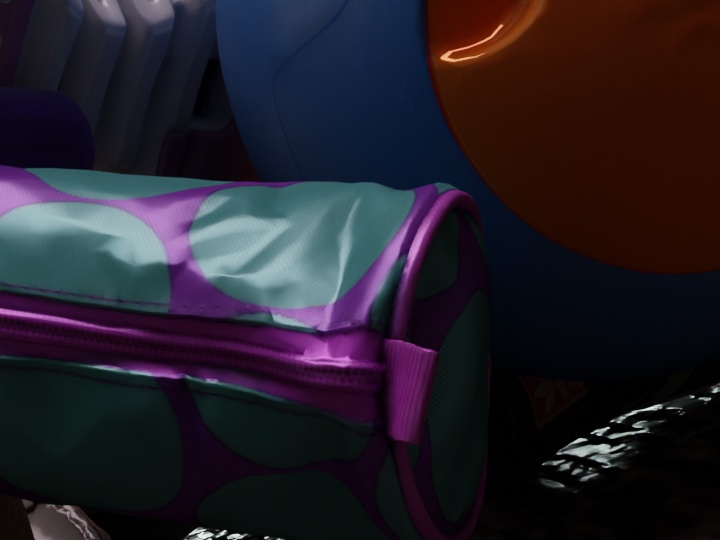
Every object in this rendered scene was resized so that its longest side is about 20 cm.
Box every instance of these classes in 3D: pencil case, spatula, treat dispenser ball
[{"bbox_3d":[-0.069,0.015,0.618,0.199,0.086,0.092,5,-2,15],"label":"pencil case"},{"bbox_3d":[-0.115,0.046,0.717,0.021,0.201,0.056,34,20,28],"label":"spatula"},{"bbox_3d":[0.062,-0.071,0.721,0.200,0.202,0.201,-19,5,2],"label":"treat dispenser ball"}]

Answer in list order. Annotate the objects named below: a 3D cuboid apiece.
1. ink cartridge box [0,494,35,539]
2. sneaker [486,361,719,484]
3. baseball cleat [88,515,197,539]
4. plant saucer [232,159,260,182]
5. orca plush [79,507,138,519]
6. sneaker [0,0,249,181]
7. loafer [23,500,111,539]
[{"bbox_3d":[-0.172,0.117,0.614,0.164,0.075,0.200,-16,6,14],"label":"ink cartridge box"},{"bbox_3d":[0.065,0.022,0.814,0.199,0.075,0.085,-25,10,6],"label":"sneaker"},{"bbox_3d":[-0.116,0.089,0.850,0.199,0.070,0.106,-24,19,-1],"label":"baseball cleat"},{"bbox_3d":[0.000,0.000,0.909,0.200,0.051,0.201,-5,-31,-3],"label":"plant saucer"},{"bbox_3d":[-0.029,0.034,0.747,0.071,0.105,0.200,-53,4,-25],"label":"orca plush"},{"bbox_3d":[-0.108,-0.065,0.739,0.088,0.081,0.200,28,14,30],"label":"sneaker"},{"bbox_3d":[-0.153,0.059,0.788,0.199,0.063,0.072,19,45,32],"label":"loafer"}]
